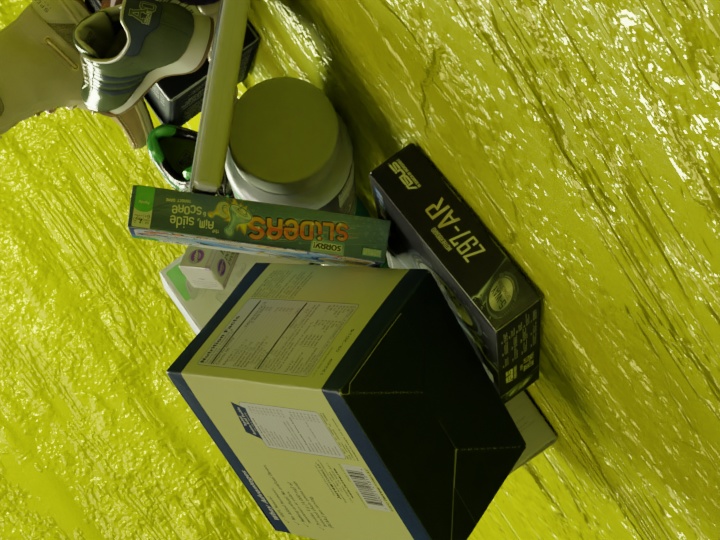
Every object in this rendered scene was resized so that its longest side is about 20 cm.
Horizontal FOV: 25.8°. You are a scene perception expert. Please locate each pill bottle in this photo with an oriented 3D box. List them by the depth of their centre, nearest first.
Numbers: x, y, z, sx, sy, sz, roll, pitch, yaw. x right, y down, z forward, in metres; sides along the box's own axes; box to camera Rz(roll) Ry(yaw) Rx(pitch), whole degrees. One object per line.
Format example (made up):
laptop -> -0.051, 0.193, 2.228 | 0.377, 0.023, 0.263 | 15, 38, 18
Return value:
pill bottle -> -0.061, -0.090, 1.391 | 0.113, 0.113, 0.200 | 52, 172, 14

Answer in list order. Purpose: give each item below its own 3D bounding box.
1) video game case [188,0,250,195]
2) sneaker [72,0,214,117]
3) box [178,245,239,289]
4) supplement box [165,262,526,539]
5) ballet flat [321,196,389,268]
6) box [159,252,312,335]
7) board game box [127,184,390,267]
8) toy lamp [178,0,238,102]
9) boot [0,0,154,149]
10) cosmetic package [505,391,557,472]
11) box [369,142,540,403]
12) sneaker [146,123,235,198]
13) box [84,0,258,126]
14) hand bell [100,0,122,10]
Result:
video game case -> -0.110, -0.156, 1.257 | 0.023, 0.202, 0.182 | 10, 176, -7
sneaker -> -0.213, -0.194, 1.370 | 0.089, 0.068, 0.200 | 19, 159, -33
box -> -0.131, -0.073, 1.639 | 0.041, 0.201, 0.039 | 5, 147, 26
supplement box -> -0.010, 0.112, 1.272 | 0.199, 0.134, 0.201 | 3, 134, 43
ballet flat -> 0.000, 0.000, 1.527 | 0.201, 0.072, 0.072 | 54, 172, -4
box -> -0.113, -0.009, 1.735 | 0.097, 0.199, 0.176 | 53, 173, 3
board game box -> -0.083, -0.033, 1.254 | 0.135, 0.198, 0.035 | 157, 121, -83
toy lamp -> -0.130, -0.204, 1.407 | 0.058, 0.058, 0.201 | 45, 151, 47
boot -> -0.303, -0.168, 1.553 | 0.073, 0.155, 0.201 | 45, 168, 47
cosmetic package -> 0.082, 0.092, 1.449 | 0.201, 0.081, 0.113 | 56, 172, -7
box -> 0.078, 0.008, 1.242 | 0.161, 0.043, 0.200 | 52, 172, 20
sneaker -> -0.132, -0.081, 1.557 | 0.199, 0.078, 0.085 | 27, 178, 18
box -> -0.188, -0.237, 1.549 | 0.149, 0.107, 0.200 | 54, 171, -2
hand bell -> -0.204, -0.258, 1.351 | 0.104, 0.104, 0.200 | 52, 154, 12
